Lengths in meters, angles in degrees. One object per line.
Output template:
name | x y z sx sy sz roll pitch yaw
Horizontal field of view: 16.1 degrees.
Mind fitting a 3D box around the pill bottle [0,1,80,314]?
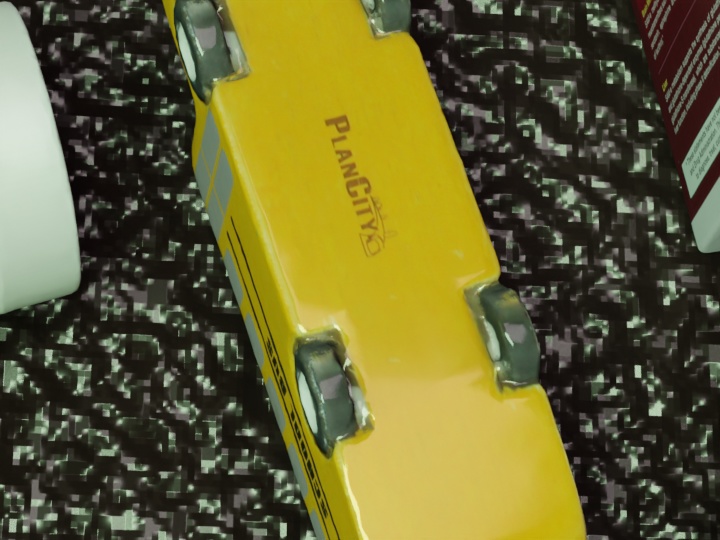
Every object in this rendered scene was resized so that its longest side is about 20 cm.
pill bottle | -0.180 -0.011 0.681 0.198 0.112 0.113 -14 72 -13

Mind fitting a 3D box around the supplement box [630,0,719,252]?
supplement box | 0.115 -0.120 0.766 0.060 0.109 0.202 -10 72 -10

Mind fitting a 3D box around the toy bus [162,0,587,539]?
toy bus | 0.000 0.000 0.721 0.065 0.078 0.201 -16 73 -12
